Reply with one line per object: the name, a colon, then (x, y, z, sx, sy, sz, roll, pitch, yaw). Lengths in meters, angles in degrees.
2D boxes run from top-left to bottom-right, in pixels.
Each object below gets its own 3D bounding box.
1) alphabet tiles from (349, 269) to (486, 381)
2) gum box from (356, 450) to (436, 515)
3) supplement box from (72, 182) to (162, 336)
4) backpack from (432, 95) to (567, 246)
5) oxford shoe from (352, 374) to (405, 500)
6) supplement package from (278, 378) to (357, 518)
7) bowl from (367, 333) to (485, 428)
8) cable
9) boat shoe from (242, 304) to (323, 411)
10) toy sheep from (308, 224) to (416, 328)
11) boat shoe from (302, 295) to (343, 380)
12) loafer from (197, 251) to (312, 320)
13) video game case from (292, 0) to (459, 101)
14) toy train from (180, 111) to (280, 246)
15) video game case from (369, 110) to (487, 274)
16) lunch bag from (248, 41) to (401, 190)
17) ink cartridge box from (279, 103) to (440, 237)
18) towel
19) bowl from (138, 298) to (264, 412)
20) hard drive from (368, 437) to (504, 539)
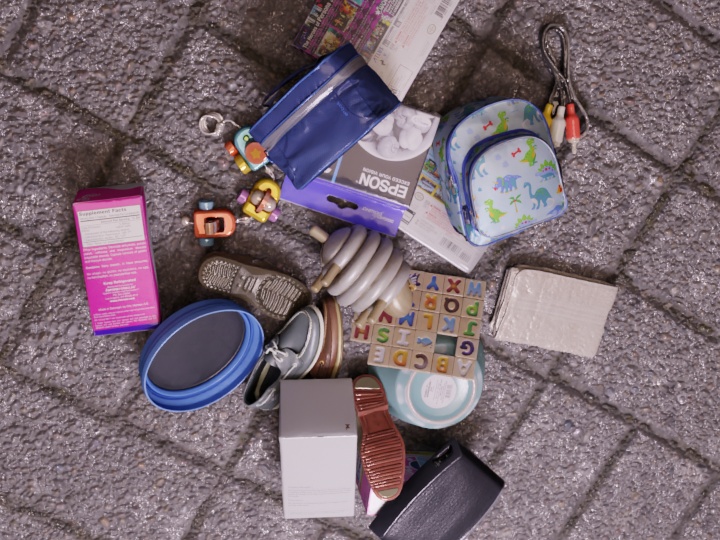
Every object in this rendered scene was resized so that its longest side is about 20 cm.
alphabet tiles: (0.089, 0.078, 1.577, 0.198, 0.008, 0.168, 9, 66, 5)
gum box: (0.100, 0.350, 1.660, 0.198, 0.114, 0.067, 6, 105, -11)
supplement box: (-0.353, -0.019, 1.479, 0.102, 0.101, 0.202, -6, 106, -9)
backpack: (0.210, -0.153, 1.499, 0.182, 0.147, 0.201, -20, 105, -6)
oxford shoe: (0.026, 0.269, 1.596, 0.070, 0.074, 0.201, -4, 65, -11)
supplement package: (-0.066, 0.278, 1.567, 0.116, 0.118, 0.201, 0, 131, -3)
bowl: (0.119, 0.172, 1.619, 0.199, 0.105, 0.202, -3, 105, -10)
cable: (0.315, -0.277, 1.555, 0.096, 0.050, 0.202, 1, 107, -5)
boat shoe: (-0.121, 0.139, 1.558, 0.062, 0.073, 0.201, 0, 129, -47)
toy sheep: (0.000, 0.000, 1.536, 0.200, 0.138, 0.138, 41, 95, -13)
boat shoe: (-0.066, 0.138, 1.592, 0.067, 0.072, 0.202, 3, 108, -13)
loafer: (-0.162, 0.014, 1.545, 0.199, 0.067, 0.076, 26, 104, -32)
video game case: (0.027, -0.365, 1.457, 0.180, 0.036, 0.201, 30, 94, -3)
toy train: (-0.189, -0.129, 1.500, 0.149, 0.056, 0.202, 3, 105, -9)
video game case: (0.142, -0.120, 1.584, 0.199, 0.023, 0.183, 32, 98, -16)
lunch bag: (-0.060, -0.217, 1.407, 0.200, 0.136, 0.133, -38, 95, 24)
ink cartridge box: (-0.005, -0.168, 1.519, 0.197, 0.043, 0.201, 17, 103, -6)
towel: (0.317, 0.067, 1.664, 0.198, 0.034, 0.133, 12, 104, -15)
bowl: (-0.241, 0.126, 1.523, 0.200, 0.039, 0.202, -24, 140, -22)
hard drive: (0.125, 0.376, 1.589, 0.135, 0.042, 0.200, 42, 95, -18)
